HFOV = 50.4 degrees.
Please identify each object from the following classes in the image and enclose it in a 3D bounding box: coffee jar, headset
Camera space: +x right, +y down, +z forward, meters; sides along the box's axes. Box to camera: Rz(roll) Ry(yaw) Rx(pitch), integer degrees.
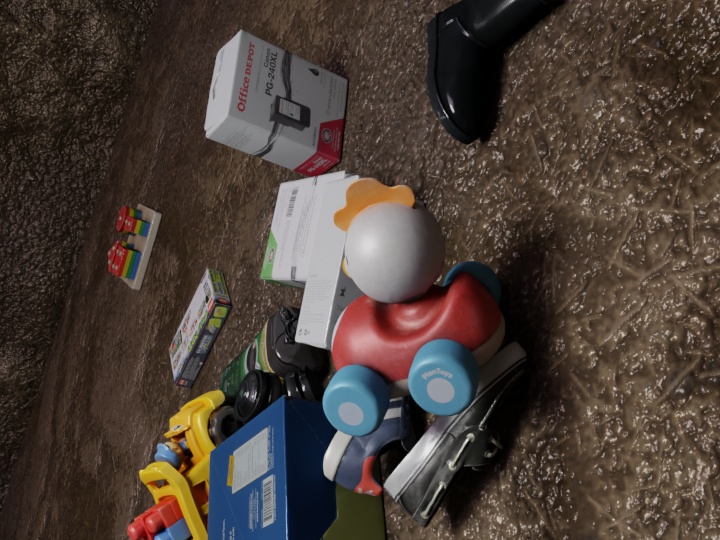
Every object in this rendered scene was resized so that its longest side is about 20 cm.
[{"bbox_3d":[-0.128,0.142,1.102,0.200,0.084,0.106,-45,39,40],"label":"coffee jar"},{"bbox_3d":[-0.103,0.150,0.991,0.095,0.120,0.204,-112,26,-49],"label":"headset"}]

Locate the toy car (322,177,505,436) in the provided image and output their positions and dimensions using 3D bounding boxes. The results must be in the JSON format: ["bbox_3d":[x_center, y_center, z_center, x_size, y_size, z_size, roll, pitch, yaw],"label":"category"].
[{"bbox_3d":[0.026,0.009,0.717,0.173,0.204,0.185,-18,19,27],"label":"toy car"}]

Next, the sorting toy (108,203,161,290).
[{"bbox_3d":[-0.602,-0.072,1.999,0.198,0.068,0.205,20,93,60],"label":"sorting toy"}]

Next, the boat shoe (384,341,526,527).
[{"bbox_3d":[0.105,0.160,0.740,0.064,0.070,0.202,42,107,21],"label":"boat shoe"}]

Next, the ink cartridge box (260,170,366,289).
[{"bbox_3d":[-0.053,-0.049,1.067,0.198,0.083,0.150,3,79,59],"label":"ink cartridge box"}]

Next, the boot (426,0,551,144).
[{"bbox_3d":[0.148,-0.264,0.857,0.161,0.072,0.203,-34,48,43],"label":"boot"}]

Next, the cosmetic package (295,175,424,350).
[{"bbox_3d":[0.000,0.000,0.935,0.080,0.111,0.206,1,79,57],"label":"cosmetic package"}]

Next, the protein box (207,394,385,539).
[{"bbox_3d":[-0.082,0.288,0.910,0.199,0.132,0.203,-40,44,43],"label":"protein box"}]

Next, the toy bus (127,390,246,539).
[{"bbox_3d":[-0.237,0.295,1.053,0.135,0.189,0.204,-27,87,50],"label":"toy bus"}]

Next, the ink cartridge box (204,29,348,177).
[{"bbox_3d":[-0.125,-0.250,1.169,0.083,0.196,0.149,-20,59,53],"label":"ink cartridge box"}]

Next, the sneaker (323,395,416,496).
[{"bbox_3d":[0.038,0.154,0.851,0.203,0.083,0.075,-61,-12,-15],"label":"sneaker"}]

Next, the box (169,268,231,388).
[{"bbox_3d":[-0.309,0.112,1.464,0.203,0.034,0.111,-60,33,23],"label":"box"}]
